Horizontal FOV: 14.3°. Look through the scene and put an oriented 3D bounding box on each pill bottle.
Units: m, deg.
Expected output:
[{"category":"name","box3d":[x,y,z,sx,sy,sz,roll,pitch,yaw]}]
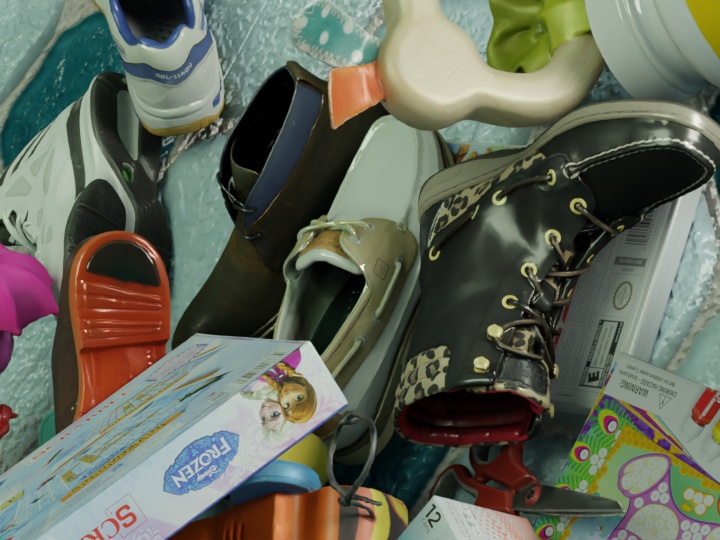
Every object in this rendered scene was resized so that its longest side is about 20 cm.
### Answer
[{"category":"pill bottle","box3d":[0.216,-0.157,1.435,0.199,0.112,0.113,-25,52,32]}]

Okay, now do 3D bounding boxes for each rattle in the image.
[{"category":"rattle","box3d":[0.027,-0.106,1.495,0.200,0.131,0.143,-35,12,-30]}]

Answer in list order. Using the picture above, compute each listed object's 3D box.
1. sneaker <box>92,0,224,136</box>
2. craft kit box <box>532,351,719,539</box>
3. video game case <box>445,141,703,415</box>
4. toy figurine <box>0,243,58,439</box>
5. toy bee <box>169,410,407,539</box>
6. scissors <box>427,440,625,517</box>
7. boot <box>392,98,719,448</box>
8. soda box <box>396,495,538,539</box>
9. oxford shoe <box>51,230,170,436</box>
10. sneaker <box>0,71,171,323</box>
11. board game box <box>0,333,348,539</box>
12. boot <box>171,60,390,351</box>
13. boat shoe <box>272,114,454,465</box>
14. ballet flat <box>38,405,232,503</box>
[{"category":"sneaker","box3d":[-0.130,-0.181,1.778,0.075,0.088,0.201,-19,53,-7]},{"category":"craft kit box","box3d":[0.159,0.159,1.361,0.199,0.048,0.198,21,85,47]},{"category":"video game case","box3d":[0.085,0.001,1.538,0.199,0.018,0.144,6,72,45]},{"category":"toy figurine","box3d":[-0.236,0.075,1.680,0.149,0.200,0.185,21,80,10]},{"category":"toy bee","box3d":[-0.019,0.146,1.451,0.200,0.108,0.132,-2,69,57]},{"category":"scissors","box3d":[0.080,0.119,1.425,0.073,0.014,0.200,-53,20,1]},{"category":"boot","box3d":[0.095,0.003,1.448,0.199,0.073,0.151,-16,50,41]},{"category":"soda box","box3d":[0.076,0.200,1.328,0.064,0.068,0.200,-52,45,24]},{"category":"oxford shoe","box3d":[-0.138,0.080,1.588,0.072,0.071,0.202,177,96,-69]},{"category":"sneaker","box3d":[-0.179,-0.017,1.769,0.115,0.075,0.201,-34,39,36]},{"category":"board game box","box3d":[-0.123,0.105,1.448,0.200,0.041,0.199,-36,11,-15]},{"category":"boot","box3d":[-0.064,-0.032,1.636,0.200,0.097,0.075,-51,43,8]},{"category":"boat shoe","box3d":[0.000,0.000,1.554,0.074,0.068,0.201,-8,62,41]},{"category":"ballet flat","box3d":[-0.096,0.094,1.621,0.199,0.062,0.068,4,88,38]}]
